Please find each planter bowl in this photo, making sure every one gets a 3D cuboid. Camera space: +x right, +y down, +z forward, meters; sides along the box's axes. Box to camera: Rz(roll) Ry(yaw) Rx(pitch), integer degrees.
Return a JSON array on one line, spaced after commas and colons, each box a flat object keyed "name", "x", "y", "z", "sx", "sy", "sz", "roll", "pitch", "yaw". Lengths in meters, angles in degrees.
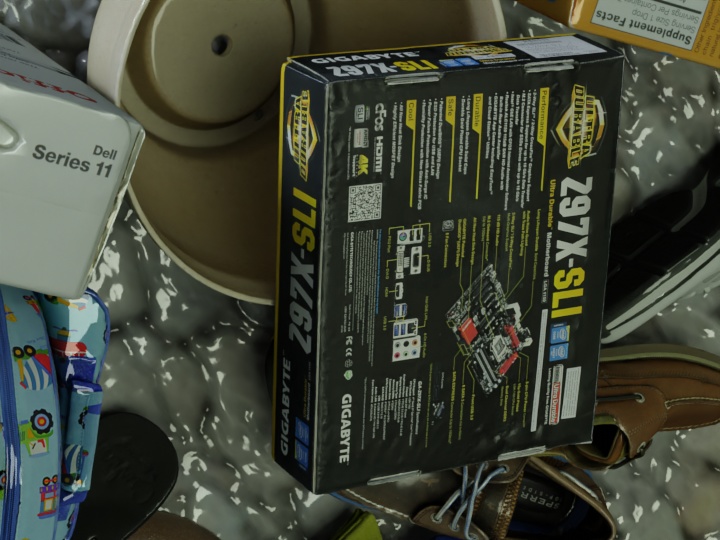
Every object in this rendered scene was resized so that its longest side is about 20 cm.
[{"name": "planter bowl", "x": -0.048, "y": -0.100, "z": 0.950, "sx": 0.200, "sy": 0.135, "sz": 0.201, "roll": -11, "pitch": 114, "yaw": -25}]

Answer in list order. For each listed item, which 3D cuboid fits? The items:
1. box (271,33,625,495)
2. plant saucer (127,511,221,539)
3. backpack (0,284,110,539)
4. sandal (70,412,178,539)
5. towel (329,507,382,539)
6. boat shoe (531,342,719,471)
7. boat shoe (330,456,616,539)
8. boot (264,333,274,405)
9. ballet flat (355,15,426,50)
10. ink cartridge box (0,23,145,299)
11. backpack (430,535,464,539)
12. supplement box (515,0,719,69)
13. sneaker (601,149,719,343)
[{"name": "box", "x": 0.040, "y": -0.004, "z": 0.925, "sx": 0.159, "sy": 0.049, "sz": 0.200, "roll": -9, "pitch": 112, "yaw": -29}, {"name": "plant saucer", "x": -0.138, "y": 0.228, "z": 1.079, "sx": 0.200, "sy": 0.032, "sz": 0.201, "roll": -9, "pitch": 110, "yaw": -25}, {"name": "backpack", "x": -0.187, "y": 0.071, "z": 0.900, "sx": 0.134, "sy": 0.200, "sz": 0.183, "roll": 2, "pitch": 105, "yaw": -28}, {"name": "sandal", "x": -0.173, "y": 0.152, "z": 1.009, "sx": 0.075, "sy": 0.045, "sz": 0.200, "roll": 40, "pitch": 80, "yaw": 5}, {"name": "towel", "x": -0.054, "y": 0.224, "z": 1.097, "sx": 0.200, "sy": 0.018, "sz": 0.086, "roll": -41, "pitch": 136, "yaw": -27}, {"name": "boat shoe", "x": 0.135, "y": 0.083, "z": 1.121, "sx": 0.200, "sy": 0.068, "sz": 0.072, "roll": 4, "pitch": 148, "yaw": -28}, {"name": "boat shoe", "x": 0.063, "y": 0.118, "z": 1.119, "sx": 0.200, "sy": 0.072, "sz": 0.072, "roll": 12, "pitch": 102, "yaw": -30}, {"name": "boot", "x": 0.000, "y": 0.000, "z": 1.050, "sx": 0.077, "sy": 0.138, "sz": 0.200, "roll": 19, "pitch": 59, "yaw": -66}, {"name": "ballet flat", "x": 0.050, "y": -0.185, "z": 1.016, "sx": 0.070, "sy": 0.067, "sz": 0.200, "roll": -3, "pitch": 112, "yaw": -46}, {"name": "ink cartridge box", "x": -0.200, "y": -0.067, "z": 0.845, "sx": 0.146, "sy": 0.200, "sz": 0.083, "roll": 15, "pitch": 100, "yaw": -30}, {"name": "backpack", "x": 0.053, "y": 0.269, "z": 1.120, "sx": 0.168, "sy": 0.163, "sz": 0.200, "roll": 11, "pitch": 112, "yaw": -29}, {"name": "supplement box", "x": 0.186, "y": -0.151, "z": 1.095, "sx": 0.200, "sy": 0.067, "sz": 0.069, "roll": 13, "pitch": 104, "yaw": -30}, {"name": "sneaker", "x": 0.219, "y": 0.003, "z": 1.158, "sx": 0.200, "sy": 0.076, "sz": 0.115, "roll": -38, "pitch": 118, "yaw": -14}]
